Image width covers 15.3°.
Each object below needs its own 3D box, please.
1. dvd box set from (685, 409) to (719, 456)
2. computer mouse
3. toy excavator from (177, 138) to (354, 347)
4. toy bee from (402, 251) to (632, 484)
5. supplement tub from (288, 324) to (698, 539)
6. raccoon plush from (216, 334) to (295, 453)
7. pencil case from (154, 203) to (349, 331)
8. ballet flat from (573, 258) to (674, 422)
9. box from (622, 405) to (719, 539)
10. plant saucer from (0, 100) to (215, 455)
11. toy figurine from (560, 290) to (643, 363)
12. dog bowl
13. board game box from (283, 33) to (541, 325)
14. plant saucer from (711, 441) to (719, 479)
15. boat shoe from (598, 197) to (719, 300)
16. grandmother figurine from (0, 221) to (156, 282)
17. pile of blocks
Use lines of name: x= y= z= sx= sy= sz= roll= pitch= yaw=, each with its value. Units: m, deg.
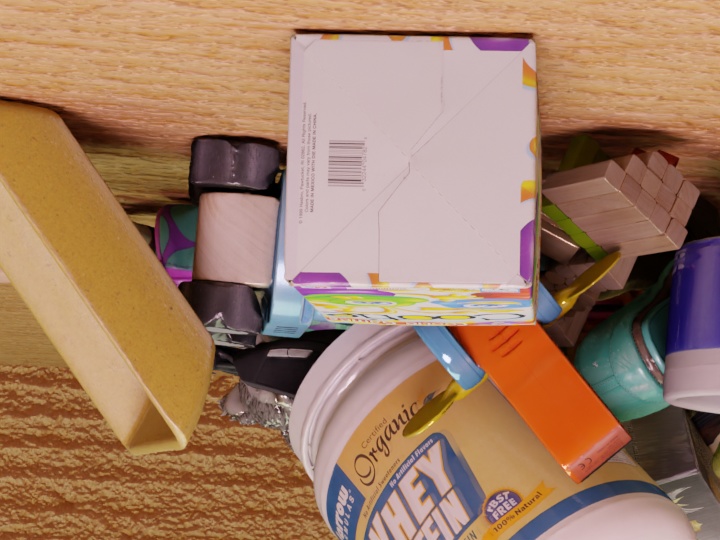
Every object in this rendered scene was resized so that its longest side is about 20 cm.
dvd box set: x=0.181 y=0.101 z=1.625 sx=0.146 sy=0.030 sz=0.200 roll=11 pitch=144 yaw=-27
computer mouse: x=-0.052 y=0.048 z=1.548 sx=0.140 sy=0.046 sz=0.200 roll=13 pitch=179 yaw=-34
toy excavator: x=0.000 y=0.000 z=1.466 sx=0.199 sy=0.100 sz=0.194 roll=7 pitch=174 yaw=-3
toy bee: x=0.068 y=0.016 z=1.324 sx=0.130 sy=0.201 sz=0.109 roll=-19 pitch=169 yaw=8
supplement tub: x=0.065 y=0.121 z=1.388 sx=0.144 sy=0.145 sz=0.200 roll=8 pitch=-149 yaw=-45
raccoon plush: x=-0.010 y=0.053 z=1.774 sx=0.097 sy=0.134 sz=0.200 roll=24 pitch=-174 yaw=32
pencil case: x=-0.026 y=0.000 z=1.633 sx=0.199 sy=0.085 sz=0.092 roll=0 pitch=-166 yaw=8
ballet flat: x=0.166 y=0.035 z=1.473 sx=0.070 sy=0.068 sz=0.200 roll=-28 pitch=179 yaw=30
box: x=0.148 y=0.158 z=1.623 sx=0.158 sy=0.048 sz=0.200 roll=-17 pitch=151 yaw=12
plant saucer: x=-0.142 y=-0.002 z=1.365 sx=0.048 sy=0.200 sz=0.200 roll=-34 pitch=-177 yaw=-13
toy figurine: x=0.215 y=0.021 z=1.635 sx=0.184 sy=0.151 sz=0.200 roll=-17 pitch=161 yaw=35
dog bowl: x=0.253 y=0.033 z=1.336 sx=0.199 sy=0.079 sz=0.200 roll=5 pitch=173 yaw=1
board game box: x=0.028 y=-0.034 z=1.175 sx=0.103 sy=0.105 sz=0.200 roll=1 pitch=175 yaw=4
plant saucer: x=0.320 y=0.056 z=1.470 sx=0.199 sy=0.200 sz=0.048 roll=20 pitch=151 yaw=18
boat shoe: x=0.122 y=-0.013 z=1.519 sx=0.199 sy=0.074 sz=0.065 roll=6 pitch=168 yaw=-39
grandmother figurine: x=-0.167 y=-0.013 z=1.705 sx=0.199 sy=0.061 sz=0.121 roll=8 pitch=-179 yaw=-30
pile of blocks: x=0.109 y=-0.026 z=1.375 sx=0.082 sy=0.062 sz=0.200 roll=29 pitch=153 yaw=-5
